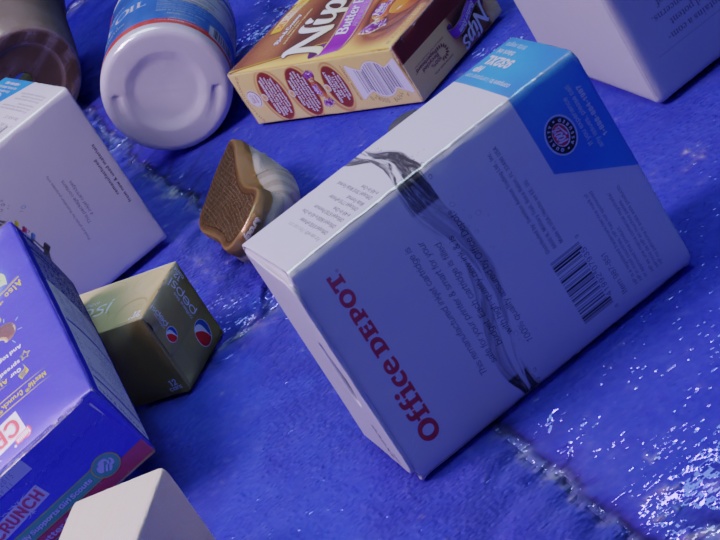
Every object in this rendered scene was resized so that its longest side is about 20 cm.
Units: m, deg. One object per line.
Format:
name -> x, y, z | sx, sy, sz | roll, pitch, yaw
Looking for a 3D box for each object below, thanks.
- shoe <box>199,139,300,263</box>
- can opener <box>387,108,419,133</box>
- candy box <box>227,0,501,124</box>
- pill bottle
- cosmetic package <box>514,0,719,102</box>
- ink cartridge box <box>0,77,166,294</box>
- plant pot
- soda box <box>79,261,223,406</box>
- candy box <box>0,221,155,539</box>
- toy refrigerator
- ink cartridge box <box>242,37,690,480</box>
shoe -> -0.075, -0.042, 1.572 | 0.070, 0.053, 0.200 | -64, 16, 11
can opener -> 0.069, -0.057, 1.386 | 0.053, 0.067, 0.200 | -39, 24, -13
candy box -> 0.001, -0.177, 1.718 | 0.199, 0.057, 0.117 | -5, 36, 49
pill bottle -> -0.161, -0.190, 1.875 | 0.112, 0.113, 0.200 | -28, 23, 11
cosmetic package -> 0.177, -0.248, 1.449 | 0.167, 0.201, 0.166 | -37, 24, -10
ink cartridge box -> -0.284, -0.027, 1.676 | 0.200, 0.145, 0.147 | -40, 24, -16
plant pot -> -0.348, -0.207, 2.085 | 0.200, 0.201, 0.173 | -37, 40, -10
soda box -> -0.196, 0.062, 1.497 | 0.199, 0.064, 0.068 | -19, 27, 31
candy box -> -0.236, 0.092, 1.384 | 0.169, 0.077, 0.200 | -40, 39, 5
toy refrigerator -> -0.132, 0.200, 1.139 | 0.070, 0.076, 0.201 | -23, 26, 22
ink cartridge box -> 0.058, -0.009, 1.211 | 0.200, 0.146, 0.084 | -38, 23, -10
